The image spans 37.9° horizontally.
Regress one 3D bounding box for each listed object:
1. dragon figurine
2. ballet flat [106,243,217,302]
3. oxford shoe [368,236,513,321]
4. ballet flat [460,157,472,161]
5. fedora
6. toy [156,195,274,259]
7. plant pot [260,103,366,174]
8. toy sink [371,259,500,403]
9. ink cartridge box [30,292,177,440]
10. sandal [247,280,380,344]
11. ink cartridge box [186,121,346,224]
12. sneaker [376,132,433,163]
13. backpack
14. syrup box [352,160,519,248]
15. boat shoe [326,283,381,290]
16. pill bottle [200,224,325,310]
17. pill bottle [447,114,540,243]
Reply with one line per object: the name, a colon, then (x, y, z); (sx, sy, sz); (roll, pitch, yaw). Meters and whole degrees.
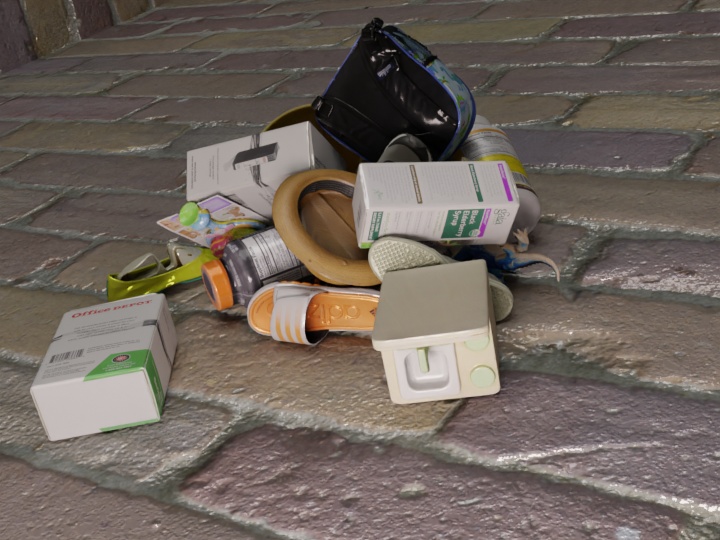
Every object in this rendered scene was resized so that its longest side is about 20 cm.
dragon figurine: (0.185, -0.010, 1.422); (0.200, 0.099, 0.059); (24, 42, 25)
ballet flat: (-0.300, -0.004, 1.620); (0.200, 0.067, 0.067); (-24, 28, -24)
oxford shoe: (0.100, 0.010, 1.341); (0.200, 0.075, 0.058); (21, 18, -12)
ballet flat: (0.095, -0.078, 1.445); (0.200, 0.075, 0.068); (-47, -8, -12)
fedora: (-0.030, -0.045, 1.396); (0.200, 0.082, 0.201); (10, 50, -13)
toy: (-0.193, -0.046, 1.558); (0.115, 0.200, 0.047); (-21, 61, 25)
plant pot: (-0.063, -0.145, 1.681); (0.200, 0.142, 0.200); (-9, 64, 19)
toy sink: (0.092, 0.081, 1.225); (0.130, 0.112, 0.200); (-8, 21, 8)
ink cartridge box: (-0.324, 0.120, 1.360); (0.146, 0.084, 0.200); (-11, 26, 3)
sandal: (-0.057, 0.058, 1.373); (0.207, 0.079, 0.059); (-3, 25, 15)
ink cartridge box: (-0.133, -0.133, 1.535); (0.200, 0.144, 0.084); (-10, 68, 19)
sneaker: (0.035, -0.109, 1.470); (0.074, 0.200, 0.079); (38, 42, 2)
backpack: (0.064, -0.239, 1.531); (0.200, 0.183, 0.147); (42, 27, 9)
syrup box: (0.095, -0.085, 1.347); (0.200, 0.079, 0.081); (-1, 53, -10)
boat shoe: (0.001, 0.000, 1.478); (0.072, 0.068, 0.200); (7, 32, 34)
pill bottle: (-0.126, -0.009, 1.510); (0.200, 0.106, 0.106); (-21, 27, -17)
pill bottle: (0.187, -0.140, 1.560); (0.109, 0.109, 0.200); (-14, 49, -3)
